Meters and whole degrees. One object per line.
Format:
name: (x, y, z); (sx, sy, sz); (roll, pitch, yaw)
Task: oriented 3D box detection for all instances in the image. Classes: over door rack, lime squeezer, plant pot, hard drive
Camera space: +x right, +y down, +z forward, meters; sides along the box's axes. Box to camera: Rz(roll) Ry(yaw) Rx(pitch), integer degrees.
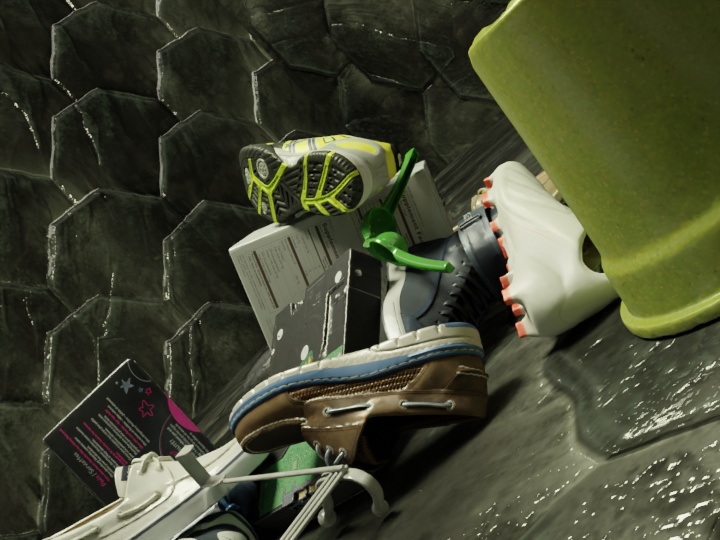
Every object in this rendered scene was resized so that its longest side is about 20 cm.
over door rack: (-0.090, 0.194, 0.679); (0.200, 0.067, 0.148); (-4, 33, 43)
lime squeezer: (0.035, -0.032, 0.848); (0.070, 0.038, 0.200); (-24, 31, 9)
plant pot: (0.164, -0.098, 0.555); (0.200, 0.184, 0.200); (-44, 3, 3)
hard drive: (-0.034, 0.099, 0.832); (0.140, 0.038, 0.201); (-42, 35, 46)

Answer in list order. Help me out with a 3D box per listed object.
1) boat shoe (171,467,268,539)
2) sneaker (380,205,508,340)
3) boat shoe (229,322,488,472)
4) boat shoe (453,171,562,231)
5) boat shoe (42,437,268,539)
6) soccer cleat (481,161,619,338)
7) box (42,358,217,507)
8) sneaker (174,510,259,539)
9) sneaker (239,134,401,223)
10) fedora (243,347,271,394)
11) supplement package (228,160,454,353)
boat shoe: (-0.100, 0.190, 0.884); (0.200, 0.084, 0.069); (-48, -8, -25)
sneaker: (0.095, 0.019, 0.817); (0.146, 0.077, 0.203); (-23, 31, 16)
boat shoe: (-0.006, 0.100, 0.697); (0.200, 0.073, 0.072); (-24, -28, 25)
boat shoe: (0.145, -0.057, 1.084); (0.200, 0.065, 0.072); (-42, 4, 26)
boat shoe: (-0.169, 0.182, 0.813); (0.200, 0.070, 0.071); (-35, -2, -4)
soccer cleat: (0.137, -0.022, 0.731); (0.077, 0.069, 0.200); (-20, 31, 12)
box: (-0.204, 0.199, 1.013); (0.115, 0.200, 0.132); (-43, 3, -12)
sneaker: (-0.165, 0.267, 0.762); (0.199, 0.080, 0.130); (-33, -5, 0)
sneaker: (-0.041, -0.087, 0.930); (0.076, 0.076, 0.200); (-24, 23, -34)
fedora: (-0.076, 0.127, 1.271); (0.201, 0.092, 0.201); (-43, 4, 4)
supplement package: (0.000, 0.000, 1.007); (0.199, 0.151, 0.152); (-22, 7, 7)
